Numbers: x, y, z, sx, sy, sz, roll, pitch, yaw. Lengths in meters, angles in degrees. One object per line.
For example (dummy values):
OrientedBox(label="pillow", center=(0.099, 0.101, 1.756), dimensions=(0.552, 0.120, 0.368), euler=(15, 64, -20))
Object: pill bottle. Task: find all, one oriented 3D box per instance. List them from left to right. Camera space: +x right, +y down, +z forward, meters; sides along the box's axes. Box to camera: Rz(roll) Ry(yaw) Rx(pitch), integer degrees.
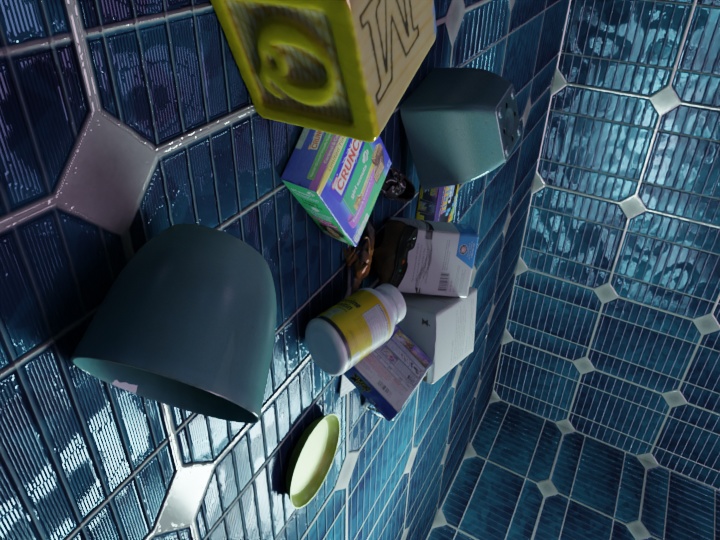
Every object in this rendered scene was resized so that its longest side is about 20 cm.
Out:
OrientedBox(label="pill bottle", center=(-0.003, 0.103, 1.077), dimensions=(0.198, 0.110, 0.115), euler=(-30, 135, -39))

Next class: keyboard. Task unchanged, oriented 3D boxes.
OrientedBox(label="keyboard", center=(-0.002, 0.247, 1.356), dimensions=(0.199, 0.010, 0.058), euler=(-14, 118, -64))

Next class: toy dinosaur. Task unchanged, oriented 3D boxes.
OrientedBox(label="toy dinosaur", center=(0.000, 0.000, 1.129), dimensions=(0.106, 0.059, 0.206), euler=(29, 79, -68))

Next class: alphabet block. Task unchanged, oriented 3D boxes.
OrientedBox(label="alphabet block", center=(-0.033, -0.309, 0.680), dimensions=(0.203, 0.190, 0.199), euler=(-61, 152, -26))

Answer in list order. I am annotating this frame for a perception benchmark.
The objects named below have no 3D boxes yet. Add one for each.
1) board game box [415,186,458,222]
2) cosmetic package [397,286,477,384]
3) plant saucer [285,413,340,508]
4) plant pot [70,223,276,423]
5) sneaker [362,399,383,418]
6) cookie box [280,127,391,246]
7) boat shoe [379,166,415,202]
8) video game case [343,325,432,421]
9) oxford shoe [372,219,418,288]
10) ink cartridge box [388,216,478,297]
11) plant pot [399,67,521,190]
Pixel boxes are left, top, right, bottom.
OrientedBox(label="board game box", center=(0.206, -0.216, 1.456), dimensions=(0.165, 0.055, 0.207), euler=(-34, 136, -58))
OrientedBox(label="cosmetic package", center=(0.157, 0.130, 1.331), dimensions=(0.197, 0.161, 0.171), euler=(-21, 118, -48))
OrientedBox(label="plant saucer", center=(-0.104, 0.398, 1.201), dimensions=(0.200, 0.030, 0.205), euler=(-48, 147, -46))
OrientedBox(label="plant pot", center=(-0.178, 0.052, 0.607), dimensions=(0.202, 0.194, 0.166), euler=(62, 38, -59))
OrientedBox(label="sneaker", center=(0.057, 0.335, 1.491), dimensions=(0.201, 0.073, 0.089), euler=(66, 39, -68))
OrientedBox(label="cookie box", center=(-0.032, -0.164, 0.924), dimensions=(0.176, 0.073, 0.200), euler=(-67, 155, -13))
OrientedBox(label="boat shoe", center=(0.064, -0.175, 1.145), dimensions=(0.199, 0.064, 0.072), euler=(20, 88, -67))
OrientedBox(label="video game case", center=(0.038, 0.178, 1.174), dimensions=(0.046, 0.200, 0.181), euler=(-49, 173, 39))
OrientedBox(label="oxford shoe", center=(0.057, -0.017, 1.188), dimensions=(0.073, 0.082, 0.205), euler=(-42, 152, -56))
OrientedBox(label="ink cartridge box", center=(0.150, -0.030, 1.267), dimensions=(0.084, 0.192, 0.150), euler=(-103, -161, -67))
OrientedBox(label="plant pot", center=(0.229, -0.310, 1.206), dimensions=(0.198, 0.195, 0.200), euler=(-53, 133, -38))
